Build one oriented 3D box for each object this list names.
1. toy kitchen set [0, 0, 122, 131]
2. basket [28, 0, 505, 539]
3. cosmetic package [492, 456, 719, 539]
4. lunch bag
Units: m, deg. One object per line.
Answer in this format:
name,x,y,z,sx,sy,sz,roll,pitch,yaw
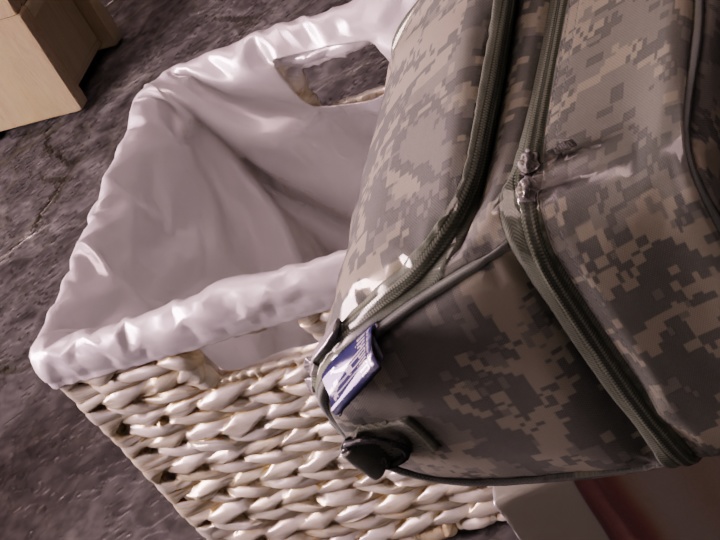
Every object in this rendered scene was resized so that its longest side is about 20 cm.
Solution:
toy kitchen set,-0.273,-0.195,1.597,0.199,0.181,0.164,-12,37,29
basket,0.000,0.000,1.069,0.197,0.161,0.200,-17,36,30
cosmetic package,0.155,0.051,0.898,0.199,0.103,0.087,-26,33,20
lunch bag,0.073,-0.027,0.853,0.167,0.139,0.201,-20,39,30
